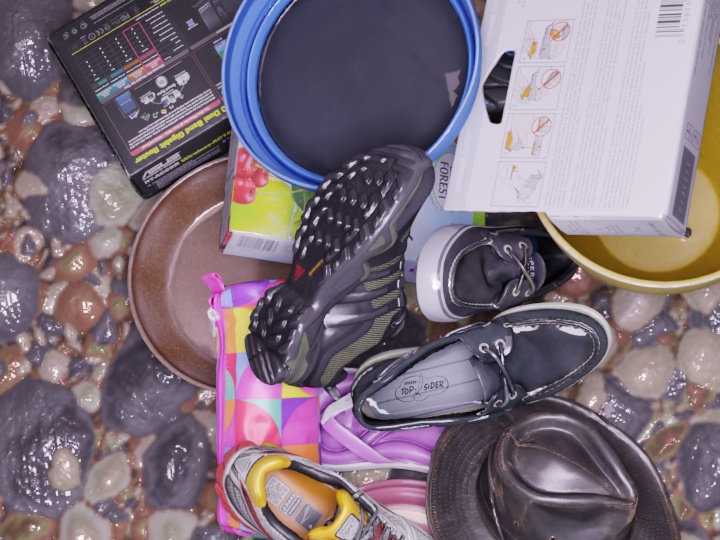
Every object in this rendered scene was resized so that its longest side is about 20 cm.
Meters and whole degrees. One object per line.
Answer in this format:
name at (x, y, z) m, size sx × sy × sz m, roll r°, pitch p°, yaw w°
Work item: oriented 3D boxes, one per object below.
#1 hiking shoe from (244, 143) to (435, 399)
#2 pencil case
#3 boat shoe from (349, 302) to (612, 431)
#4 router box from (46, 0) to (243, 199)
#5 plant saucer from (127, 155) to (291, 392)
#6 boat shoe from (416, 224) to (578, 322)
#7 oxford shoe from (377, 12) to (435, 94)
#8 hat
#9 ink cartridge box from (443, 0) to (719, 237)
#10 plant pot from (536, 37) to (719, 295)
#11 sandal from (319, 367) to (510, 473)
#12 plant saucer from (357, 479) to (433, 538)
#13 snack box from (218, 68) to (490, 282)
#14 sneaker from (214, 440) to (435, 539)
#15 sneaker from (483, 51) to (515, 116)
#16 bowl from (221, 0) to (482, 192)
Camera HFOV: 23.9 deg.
hiking shoe at (0.000, 0.000, 1.222) m, size 0.200 × 0.101 × 0.076 m, roll -55°, pitch 48°, yaw 14°
pencil case at (-0.074, 0.101, 1.280) m, size 0.088 × 0.088 × 0.201 m, roll -5°, pitch 85°, yaw 6°
boat shoe at (0.083, 0.075, 1.232) m, size 0.199 × 0.066 × 0.075 m, roll -10°, pitch 104°, yaw 16°
router box at (-0.136, -0.175, 1.412) m, size 0.200 × 0.062 × 0.150 m, roll -31°, pitch 72°, yaw -3°
plant saucer at (-0.086, 0.005, 1.367) m, size 0.200 × 0.037 × 0.201 m, roll -2°, pitch 74°, yaw 6°
boat shoe at (0.109, 0.000, 1.262) m, size 0.066 × 0.200 × 0.070 m, roll -1°, pitch 92°, yaw 29°
oxford shoe at (0.019, -0.184, 1.339) m, size 0.071 × 0.073 × 0.200 m, roll -4°, pitch 49°, yaw -39°
hat at (0.150, 0.156, 1.236) m, size 0.200 × 0.081 × 0.201 m, roll 7°, pitch 54°, yaw -10°
ink cartridge box at (0.161, -0.124, 1.223) m, size 0.173 × 0.044 × 0.201 m, roll 2°, pitch 72°, yaw 34°
plant pot at (0.225, -0.063, 1.291) m, size 0.199 × 0.142 × 0.201 m, roll -2°, pitch 73°, yaw 7°
sandal at (0.021, 0.115, 1.313) m, size 0.202 × 0.050 × 0.083 m, roll 6°, pitch 74°, yaw 9°
plant saucer at (0.029, 0.253, 1.271) m, size 0.200 × 0.051 × 0.201 m, roll -2°, pitch 73°, yaw 7°
snack box at (-0.003, -0.071, 1.331) m, size 0.199 × 0.053 × 0.143 m, roll 9°, pitch 69°, yaw -11°
sneaker at (-0.011, 0.191, 1.206) m, size 0.200 × 0.082 × 0.078 m, roll 31°, pitch 77°, yaw -12°
sneaker at (0.153, -0.156, 1.351) m, size 0.199 × 0.082 × 0.073 m, roll -16°, pitch 67°, yaw -4°
bowl at (-0.004, -0.152, 1.262) m, size 0.200 × 0.039 × 0.201 m, roll -4°, pitch 78°, yaw 19°
